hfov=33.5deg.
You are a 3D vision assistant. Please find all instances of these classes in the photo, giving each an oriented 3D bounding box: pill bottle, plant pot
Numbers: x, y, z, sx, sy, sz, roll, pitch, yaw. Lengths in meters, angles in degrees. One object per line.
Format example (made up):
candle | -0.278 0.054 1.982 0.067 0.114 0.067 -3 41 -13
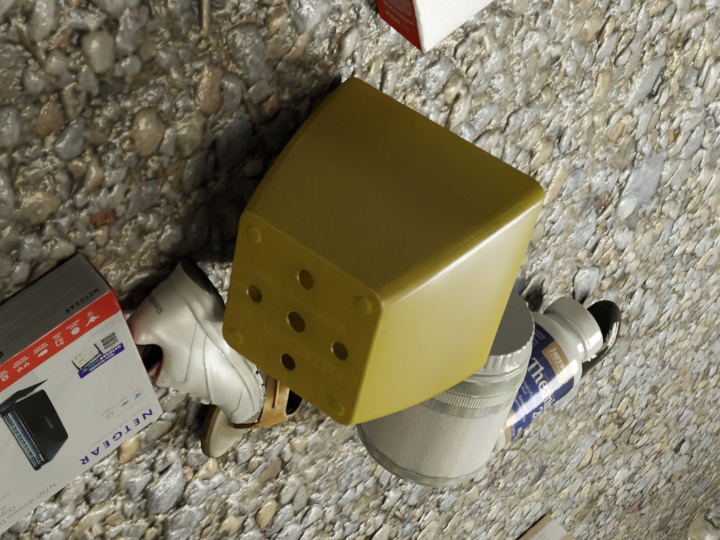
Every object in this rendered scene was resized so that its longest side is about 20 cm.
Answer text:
pill bottle | 0.203 0.123 1.481 0.199 0.111 0.112 -37 148 -19
plant pot | 0.000 0.000 0.956 0.176 0.198 0.202 -37 151 -45

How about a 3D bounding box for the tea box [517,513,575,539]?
tea box | 0.301 0.571 2.096 0.199 0.133 0.198 -35 148 -21

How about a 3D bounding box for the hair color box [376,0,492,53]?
hair color box | 0.056 -0.275 0.890 0.110 0.064 0.201 -38 150 -14

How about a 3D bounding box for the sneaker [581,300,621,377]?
sneaker | 0.268 0.124 1.602 0.201 0.060 0.104 -54 154 16

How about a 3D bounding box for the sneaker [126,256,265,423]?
sneaker | -0.143 0.073 1.033 0.086 0.075 0.201 -34 139 -11

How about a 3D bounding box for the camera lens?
camera lens | 0.087 0.116 1.276 0.158 0.160 0.202 -19 139 -39

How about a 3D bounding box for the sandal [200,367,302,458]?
sandal | -0.075 0.113 1.169 0.199 0.054 0.081 -39 148 -16

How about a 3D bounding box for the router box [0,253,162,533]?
router box | -0.262 0.108 0.928 0.199 0.049 0.181 -37 148 -19
